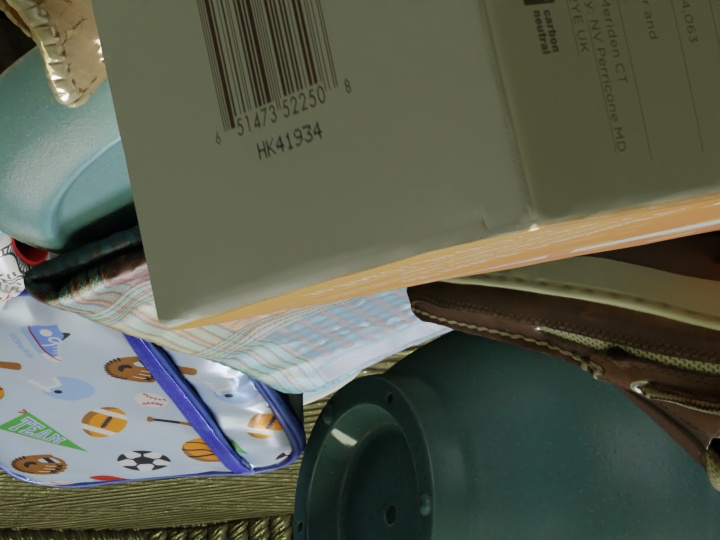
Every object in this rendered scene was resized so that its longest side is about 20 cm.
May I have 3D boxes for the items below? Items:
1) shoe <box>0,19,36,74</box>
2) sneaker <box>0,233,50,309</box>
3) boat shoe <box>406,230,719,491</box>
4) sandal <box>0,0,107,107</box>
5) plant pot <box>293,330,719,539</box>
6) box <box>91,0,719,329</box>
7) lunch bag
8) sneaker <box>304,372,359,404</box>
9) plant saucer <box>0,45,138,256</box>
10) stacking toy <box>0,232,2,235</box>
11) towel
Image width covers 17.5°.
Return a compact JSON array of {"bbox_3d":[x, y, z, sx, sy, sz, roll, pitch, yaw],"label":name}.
[{"bbox_3d":[-0.163,-0.062,0.658,0.070,0.054,0.200,3,174,40],"label":"shoe"},{"bbox_3d":[-0.195,-0.029,0.824,0.108,0.067,0.201,-32,144,13],"label":"sneaker"},{"bbox_3d":[0.092,0.023,0.617,0.202,0.075,0.075,6,-167,43],"label":"boat shoe"},{"bbox_3d":[-0.080,-0.071,0.550,0.211,0.070,0.078,-5,171,7],"label":"sandal"},{"bbox_3d":[0.054,0.108,1.010,0.134,0.201,0.200,7,167,-30],"label":"plant pot"},{"bbox_3d":[0.061,-0.057,0.495,0.200,0.098,0.124,-10,176,-36],"label":"box"},{"bbox_3d":[-0.106,0.026,0.990,0.160,0.076,0.200,-4,152,15],"label":"lunch bag"},{"bbox_3d":[-0.063,0.029,1.154,0.199,0.080,0.130,1,171,-27],"label":"sneaker"},{"bbox_3d":[-0.020,-0.047,0.674,0.200,0.027,0.200,-20,166,-5],"label":"plant saucer"},{"bbox_3d":[-0.168,0.035,0.695,0.116,0.200,0.110,31,115,-31],"label":"stacking toy"},{"bbox_3d":[0.000,0.000,0.750,0.146,0.022,0.200,-21,164,16],"label":"towel"}]
